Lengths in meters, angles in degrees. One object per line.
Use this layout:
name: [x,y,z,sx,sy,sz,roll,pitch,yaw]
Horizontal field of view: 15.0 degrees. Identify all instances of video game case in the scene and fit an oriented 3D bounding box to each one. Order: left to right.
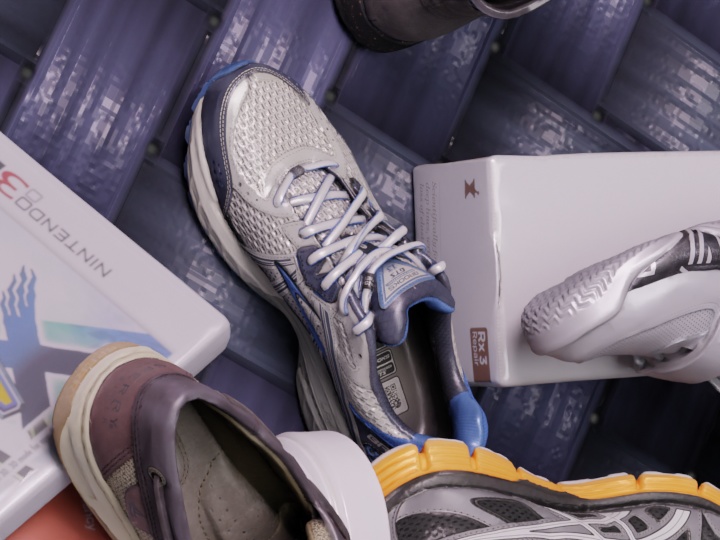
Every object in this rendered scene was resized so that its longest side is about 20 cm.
video game case: [-0.180,0.026,0.992,0.182,0.022,0.200,39,59,17]

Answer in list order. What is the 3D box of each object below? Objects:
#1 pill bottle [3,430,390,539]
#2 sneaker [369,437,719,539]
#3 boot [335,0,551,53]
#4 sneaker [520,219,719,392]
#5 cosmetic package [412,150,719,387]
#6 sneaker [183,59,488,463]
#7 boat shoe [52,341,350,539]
pill bottle: [-0.094,0.112,1.056,0.200,0.112,0.112,-4,90,-31]
sneaker: [0.088,0.129,1.129,0.200,0.078,0.077,9,41,-25]
boot: [0.092,-0.159,1.168,0.200,0.132,0.070,-46,110,-24]
sneaker: [0.164,0.037,1.146,0.200,0.075,0.115,-14,82,-34]
cosmetic package: [0.124,-0.003,1.218,0.200,0.074,0.102,-1,89,-29]
sneaker: [0.000,0.000,1.134,0.077,0.085,0.200,-34,105,-28]
boat shoe: [-0.036,0.109,0.985,0.072,0.065,0.200,-44,121,-20]
